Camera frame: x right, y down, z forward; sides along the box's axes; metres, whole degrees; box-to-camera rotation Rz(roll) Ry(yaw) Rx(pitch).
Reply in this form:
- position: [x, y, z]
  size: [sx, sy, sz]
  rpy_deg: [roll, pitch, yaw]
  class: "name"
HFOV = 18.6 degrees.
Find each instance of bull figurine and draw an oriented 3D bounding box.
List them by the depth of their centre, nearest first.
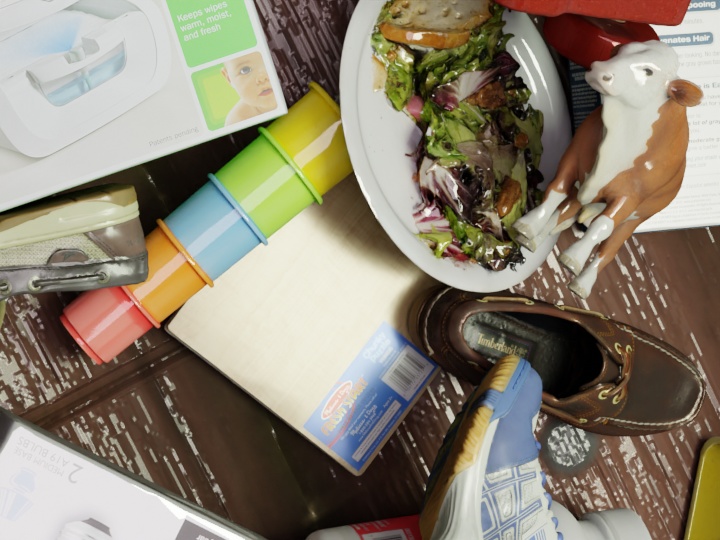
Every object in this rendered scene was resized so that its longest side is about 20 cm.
- position: [0.138, -0.055, 1.205]
  size: [0.065, 0.200, 0.121]
  rpy_deg: [39, 89, 15]
  class: "bull figurine"

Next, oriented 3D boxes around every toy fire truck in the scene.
- position: [0.090, -0.194, 1.212]
  size: [0.168, 0.200, 0.112]
  rpy_deg: [3, 123, -39]
  class: "toy fire truck"

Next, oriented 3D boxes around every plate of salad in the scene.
- position: [0.066, -0.088, 1.277]
  size: [0.200, 0.048, 0.201]
  rpy_deg: [13, 71, -44]
  class: "plate of salad"

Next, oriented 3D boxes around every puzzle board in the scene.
- position: [0.000, 0.000, 1.319]
  size: [0.151, 0.017, 0.200]
  rpy_deg: [39, 83, -14]
  class: "puzzle board"

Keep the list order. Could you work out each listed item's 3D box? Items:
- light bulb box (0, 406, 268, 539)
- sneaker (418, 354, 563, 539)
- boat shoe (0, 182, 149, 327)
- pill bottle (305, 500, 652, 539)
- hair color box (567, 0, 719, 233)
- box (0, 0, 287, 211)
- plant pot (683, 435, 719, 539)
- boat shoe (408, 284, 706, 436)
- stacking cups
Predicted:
- position: [-0.162, 0.208, 1.229]
  size: [0.198, 0.125, 0.200]
  rpy_deg: [28, 84, -14]
  class: "light bulb box"
- position: [0.079, 0.146, 1.227]
  size: [0.088, 0.075, 0.200]
  rpy_deg: [21, 64, -5]
  class: "sneaker"
- position: [-0.214, 0.006, 1.218]
  size: [0.199, 0.073, 0.065]
  rpy_deg: [-17, 95, 5]
  class: "boat shoe"
- position: [0.071, 0.195, 1.296]
  size: [0.199, 0.112, 0.113]
  rpy_deg: [-6, 94, -14]
  class: "pill bottle"
- position: [0.181, -0.125, 1.338]
  size: [0.100, 0.061, 0.201]
  rpy_deg: [-5, 94, -13]
  class: "hair color box"
- position: [-0.166, -0.140, 1.229]
  size: [0.200, 0.097, 0.177]
  rpy_deg: [-19, 99, -12]
  class: "box"
- position: [0.316, 0.223, 1.329]
  size: [0.176, 0.200, 0.201]
  rpy_deg: [11, 89, -26]
  class: "plant pot"
- position: [0.127, 0.058, 1.320]
  size: [0.200, 0.070, 0.071]
  rpy_deg: [14, 86, -23]
  class: "boat shoe"
- position: [-0.087, -0.027, 1.263]
  size: [0.200, 0.061, 0.061]
  rpy_deg: [-37, 101, -3]
  class: "stacking cups"
